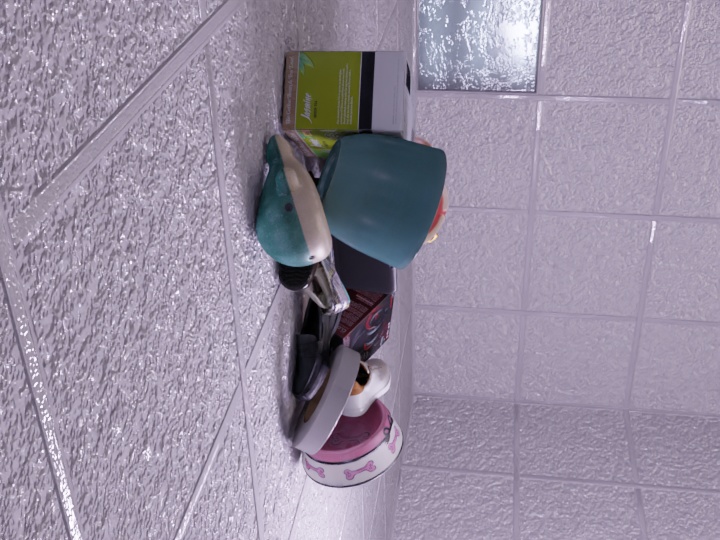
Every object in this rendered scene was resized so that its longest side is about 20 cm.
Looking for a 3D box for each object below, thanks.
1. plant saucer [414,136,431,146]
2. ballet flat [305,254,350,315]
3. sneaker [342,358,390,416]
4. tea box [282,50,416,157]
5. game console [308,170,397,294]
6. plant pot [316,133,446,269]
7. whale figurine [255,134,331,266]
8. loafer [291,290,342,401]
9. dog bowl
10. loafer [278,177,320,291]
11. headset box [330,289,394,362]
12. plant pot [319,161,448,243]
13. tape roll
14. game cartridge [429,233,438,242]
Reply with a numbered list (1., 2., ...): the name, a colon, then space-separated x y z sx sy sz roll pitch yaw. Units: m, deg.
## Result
1. plant saucer: 0.074 -0.174 1.862 0.200 0.034 0.201 -27 131 -35
2. ballet flat: -0.079 -0.007 1.627 0.072 0.072 0.201 -70 142 -64
3. sneaker: 0.013 0.197 1.777 0.200 0.073 0.085 -51 143 -66
4. tea box: -0.013 -0.271 1.556 0.200 0.196 0.134 35 58 -79
5. game console: -0.019 -0.067 1.681 0.200 0.116 0.176 86 -16 -44
6. plant pot: 0.020 -0.121 1.456 0.201 0.161 0.201 -161 -90 -77
7. whale figurine: -0.112 -0.098 1.371 0.159 0.103 0.200 75 -5 -66
8. loafer: -0.090 0.134 1.683 0.070 0.068 0.201 30 67 -37
9. dog bowl: -0.024 0.310 1.762 0.200 0.199 0.074 -75 154 -56
10. loafer: -0.095 -0.057 1.550 0.071 0.073 0.201 86 17 -74
11. headset box: -0.021 0.124 1.829 0.200 0.075 0.149 -42 150 -40
12. plant pot: 0.052 -0.135 1.700 0.200 0.177 0.201 -18 121 -33
13. tape roll: -0.062 0.230 1.669 0.203 0.037 0.203 -60 -171 16
14. game cartridge: 0.079 -0.169 2.036 0.176 0.032 0.200 36 21 -44
